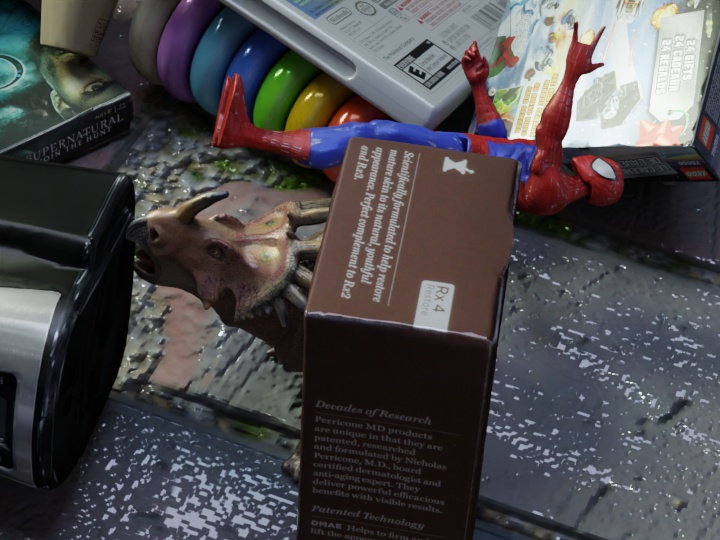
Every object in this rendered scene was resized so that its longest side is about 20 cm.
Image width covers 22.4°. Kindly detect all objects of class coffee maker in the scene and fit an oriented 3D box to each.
[{"bbox_3d":[-0.200,-0.007,0.796,0.198,0.135,0.194,11,57,0],"label":"coffee maker"}]

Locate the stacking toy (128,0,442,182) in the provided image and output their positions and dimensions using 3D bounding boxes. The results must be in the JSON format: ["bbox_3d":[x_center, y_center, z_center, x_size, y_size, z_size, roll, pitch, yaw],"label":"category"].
[{"bbox_3d":[-0.028,-0.089,0.968,0.199,0.086,0.085,38,52,20],"label":"stacking toy"}]

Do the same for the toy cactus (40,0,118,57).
[{"bbox_3d":[-0.130,-0.197,0.973,0.101,0.167,0.200,13,3,7],"label":"toy cactus"}]

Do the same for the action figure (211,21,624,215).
[{"bbox_3d":[0.037,-0.083,0.866,0.198,0.100,0.065,14,4,-10],"label":"action figure"}]

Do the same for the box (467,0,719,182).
[{"bbox_3d":[0.143,-0.141,0.953,0.136,0.040,0.202,2,65,39],"label":"box"}]

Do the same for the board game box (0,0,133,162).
[{"bbox_3d":[-0.239,-0.081,0.964,0.199,0.028,0.135,-30,53,-31],"label":"board game box"}]

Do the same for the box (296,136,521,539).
[{"bbox_3d":[0.016,0.058,0.718,0.074,0.201,0.101,9,43,4],"label":"box"}]

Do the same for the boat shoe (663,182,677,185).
[{"bbox_3d":[0.144,-0.122,1.015,0.065,0.075,0.201,-2,51,7],"label":"boat shoe"}]

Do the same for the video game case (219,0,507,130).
[{"bbox_3d":[-0.003,-0.158,0.999,0.182,0.022,0.200,34,30,6],"label":"video game case"}]

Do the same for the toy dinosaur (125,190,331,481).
[{"bbox_3d":[0.000,0.000,0.825,0.199,0.136,0.086,-26,51,-30],"label":"toy dinosaur"}]
